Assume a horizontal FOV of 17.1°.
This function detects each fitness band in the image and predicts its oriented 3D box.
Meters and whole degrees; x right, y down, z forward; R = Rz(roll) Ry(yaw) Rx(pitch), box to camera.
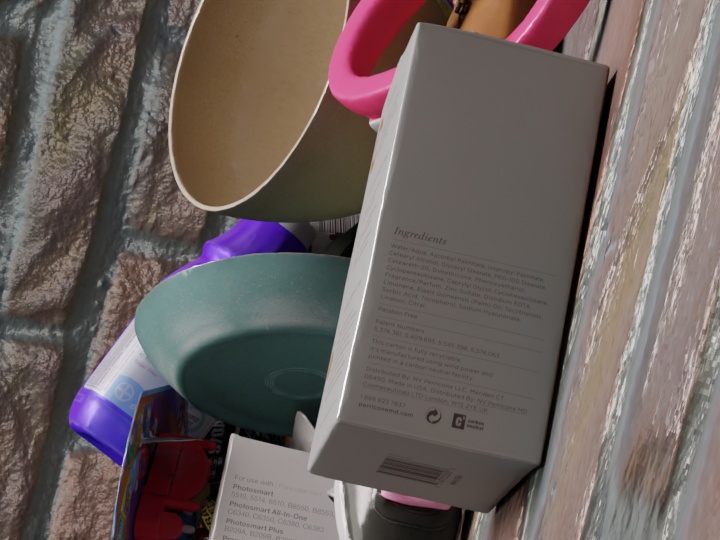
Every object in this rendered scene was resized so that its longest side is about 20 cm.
[{"bbox_3d":[0.057,-0.146,1.284,0.200,0.037,0.144,-18,42,51],"label":"fitness band"}]

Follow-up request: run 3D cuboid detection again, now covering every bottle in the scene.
[{"bbox_3d":[-0.104,0.042,1.567,0.200,0.084,0.065,-53,18,-12],"label":"bottle"}]

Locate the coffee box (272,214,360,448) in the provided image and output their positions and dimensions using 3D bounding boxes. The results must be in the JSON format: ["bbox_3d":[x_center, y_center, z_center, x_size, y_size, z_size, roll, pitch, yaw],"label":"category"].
[{"bbox_3d":[-0.010,0.066,1.605,0.114,0.080,0.200,111,162,-47],"label":"coffee box"}]

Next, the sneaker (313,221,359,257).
[{"bbox_3d":[0.000,0.000,1.515,0.200,0.076,0.091,-43,-2,-31],"label":"sneaker"}]

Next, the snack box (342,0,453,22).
[{"bbox_3d":[0.054,-0.220,1.644,0.142,0.053,0.200,50,-135,-54],"label":"snack box"}]

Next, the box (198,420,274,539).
[{"bbox_3d":[-0.058,0.168,1.651,0.159,0.046,0.200,-83,-30,-53],"label":"box"}]

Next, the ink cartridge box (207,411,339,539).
[{"bbox_3d":[-0.035,0.197,1.417,0.129,0.125,0.200,107,175,-66],"label":"ink cartridge box"}]

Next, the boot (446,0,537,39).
[{"bbox_3d":[0.079,-0.138,1.352,0.200,0.074,0.155,-175,102,-83],"label":"boot"}]

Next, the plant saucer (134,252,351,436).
[{"bbox_3d":[-0.034,0.053,1.404,0.200,0.200,0.036,110,165,-61],"label":"plant saucer"}]

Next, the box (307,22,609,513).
[{"bbox_3d":[0.046,0.001,1.157,0.124,0.097,0.200,115,167,-73],"label":"box"}]

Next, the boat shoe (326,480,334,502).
[{"bbox_3d":[0.015,0.132,1.342,0.072,0.068,0.200,124,162,-82],"label":"boat shoe"}]

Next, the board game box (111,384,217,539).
[{"bbox_3d":[-0.109,0.150,1.438,0.200,0.039,0.158,0,-83,-83],"label":"board game box"}]

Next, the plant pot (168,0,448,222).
[{"bbox_3d":[-0.011,-0.114,1.490,0.200,0.134,0.201,-32,49,46],"label":"plant pot"}]

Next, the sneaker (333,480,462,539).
[{"bbox_3d":[0.035,0.076,1.263,0.099,0.071,0.200,121,161,-66],"label":"sneaker"}]
